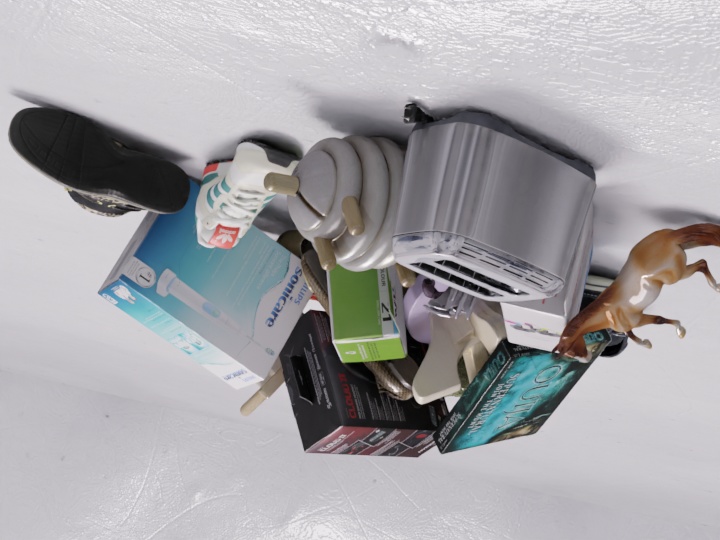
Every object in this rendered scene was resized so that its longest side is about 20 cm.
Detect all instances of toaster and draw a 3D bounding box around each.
[{"bbox_3d":[0.109,-0.053,1.443,0.199,0.130,0.113,23,163,-33],"label":"toaster"}]

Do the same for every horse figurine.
[{"bbox_3d":[0.281,0.016,1.572,0.132,0.050,0.200,18,124,-35],"label":"horse figurine"}]

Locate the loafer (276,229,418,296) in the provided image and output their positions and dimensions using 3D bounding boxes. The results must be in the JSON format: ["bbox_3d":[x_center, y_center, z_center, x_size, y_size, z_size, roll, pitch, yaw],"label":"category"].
[{"bbox_3d":[-0.004,0.006,1.916,0.199,0.076,0.067,17,173,-13],"label":"loafer"}]

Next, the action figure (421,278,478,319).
[{"bbox_3d":[0.105,-0.016,1.598,0.069,0.130,0.200,32,-175,4],"label":"action figure"}]

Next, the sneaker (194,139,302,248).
[{"bbox_3d":[-0.119,-0.069,1.681,0.070,0.094,0.200,19,166,-21],"label":"sneaker"}]

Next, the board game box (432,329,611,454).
[{"bbox_3d":[0.175,0.130,1.811,0.135,0.028,0.200,-8,149,-28],"label":"board game box"}]

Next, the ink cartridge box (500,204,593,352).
[{"bbox_3d":[0.184,0.000,1.616,0.067,0.116,0.200,12,166,11],"label":"ink cartridge box"}]

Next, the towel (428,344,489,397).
[{"bbox_3d":[0.144,0.086,1.960,0.199,0.149,0.037,0,143,44],"label":"towel"}]

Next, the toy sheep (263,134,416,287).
[{"bbox_3d":[0.001,-0.061,1.514,0.199,0.139,0.138,16,168,-35],"label":"toy sheep"}]

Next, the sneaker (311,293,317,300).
[{"bbox_3d":[-0.019,0.018,2.037,0.199,0.073,0.077,23,-179,-9],"label":"sneaker"}]

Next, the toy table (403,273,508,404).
[{"bbox_3d":[0.126,0.066,1.821,0.183,0.118,0.200,-24,155,-1],"label":"toy table"}]

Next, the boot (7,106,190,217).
[{"bbox_3d":[-0.299,-0.107,1.761,0.203,0.074,0.154,22,167,-27],"label":"boot"}]

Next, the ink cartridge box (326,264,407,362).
[{"bbox_3d":[0.000,0.000,1.704,0.075,0.149,0.200,-6,164,5],"label":"ink cartridge box"}]

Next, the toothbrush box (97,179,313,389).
[{"bbox_3d":[-0.166,0.015,1.845,0.200,0.147,0.085,35,156,-15],"label":"toothbrush box"}]

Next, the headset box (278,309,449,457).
[{"bbox_3d":[-0.003,0.131,1.893,0.199,0.149,0.075,9,145,-41],"label":"headset box"}]

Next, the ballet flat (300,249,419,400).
[{"bbox_3d":[-0.006,0.064,1.841,0.046,0.067,0.200,-37,94,31],"label":"ballet flat"}]

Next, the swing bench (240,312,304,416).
[{"bbox_3d":[-0.154,0.056,2.003,0.199,0.130,0.200,45,163,0],"label":"swing bench"}]

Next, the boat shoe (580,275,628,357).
[{"bbox_3d":[0.273,0.052,1.859,0.074,0.063,0.200,12,165,16],"label":"boat shoe"}]
